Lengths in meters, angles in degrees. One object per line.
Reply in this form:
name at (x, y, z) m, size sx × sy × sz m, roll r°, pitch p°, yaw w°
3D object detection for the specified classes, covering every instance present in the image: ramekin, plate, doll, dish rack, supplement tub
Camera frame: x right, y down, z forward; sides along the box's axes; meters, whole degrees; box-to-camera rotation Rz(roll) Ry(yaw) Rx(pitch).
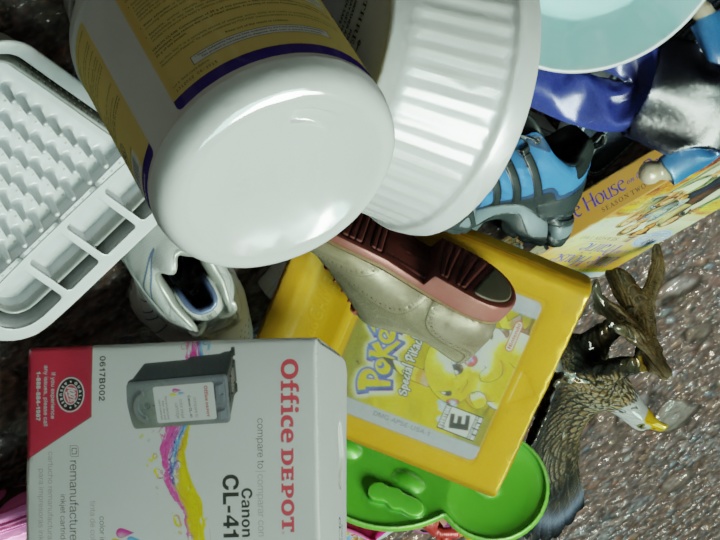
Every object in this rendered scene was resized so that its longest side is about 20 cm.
ramekin at (0.015, -0.128, 1.542) m, size 0.094 × 0.202 × 0.202 m, roll 12°, pitch 124°, yaw -30°
plate at (0.149, -0.224, 1.636) m, size 0.200 × 0.026 × 0.200 m, roll -9°, pitch 118°, yaw -17°
doll at (0.201, -0.127, 1.704) m, size 0.200 × 0.048 × 0.137 m, roll 18°, pitch 96°, yaw -3°
dish rack at (-0.219, -0.055, 1.543) m, size 0.172 × 0.044 × 0.200 m, roll -42°, pitch 139°, yaw 11°
supplement tub at (-0.082, -0.114, 1.455) m, size 0.145 × 0.200 × 0.145 m, roll -17°, pitch 138°, yaw -16°

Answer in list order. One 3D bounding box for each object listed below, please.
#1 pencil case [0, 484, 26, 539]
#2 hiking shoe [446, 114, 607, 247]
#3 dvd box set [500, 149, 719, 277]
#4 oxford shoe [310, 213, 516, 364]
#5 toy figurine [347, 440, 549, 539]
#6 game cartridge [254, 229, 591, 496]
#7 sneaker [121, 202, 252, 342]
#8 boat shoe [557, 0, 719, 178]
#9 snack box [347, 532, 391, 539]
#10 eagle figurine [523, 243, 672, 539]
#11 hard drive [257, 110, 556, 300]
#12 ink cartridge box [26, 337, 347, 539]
pencil case at (-0.250, 0.189, 1.769) m, size 0.200 × 0.091 × 0.094 m, roll -23°, pitch 177°, yaw -20°
hiking shoe at (0.080, -0.073, 1.721) m, size 0.200 × 0.074 × 0.087 m, roll 6°, pitch 113°, yaw -49°
dvd box set at (0.213, -0.051, 1.840) m, size 0.200 × 0.029 × 0.146 m, roll -31°, pitch 163°, yaw 29°
oxford shoe at (0.000, 0.000, 1.687) m, size 0.075 × 0.200 × 0.070 m, roll -61°, pitch 179°, yaw 31°
toy figurine at (0.039, 0.153, 1.896) m, size 0.150 × 0.200 × 0.184 m, roll -60°, pitch 173°, yaw -18°
game cartridge at (0.035, 0.047, 1.752) m, size 0.200 × 0.032 × 0.176 m, roll 20°, pitch 111°, yaw -6°
sneaker at (-0.115, 0.015, 1.681) m, size 0.075 × 0.087 × 0.200 m, roll -36°, pitch 146°, yaw -3°
boat shoe at (0.217, -0.124, 1.778) m, size 0.071 × 0.091 × 0.200 m, roll -7°, pitch 137°, yaw -53°
snack box at (-0.063, 0.232, 2.020) m, size 0.200 × 0.024 × 0.072 m, roll -31°, pitch 143°, yaw -6°
eagle figurine at (0.159, 0.094, 1.898) m, size 0.152 × 0.151 × 0.200 m, roll -29°, pitch 168°, yaw -50°
hard drive at (0.035, -0.044, 1.786) m, size 0.132 × 0.027 × 0.200 m, roll 18°, pitch 118°, yaw -48°
ink cartridge box at (-0.115, 0.122, 1.671) m, size 0.200 × 0.148 × 0.086 m, roll -3°, pitch 169°, yaw 12°
